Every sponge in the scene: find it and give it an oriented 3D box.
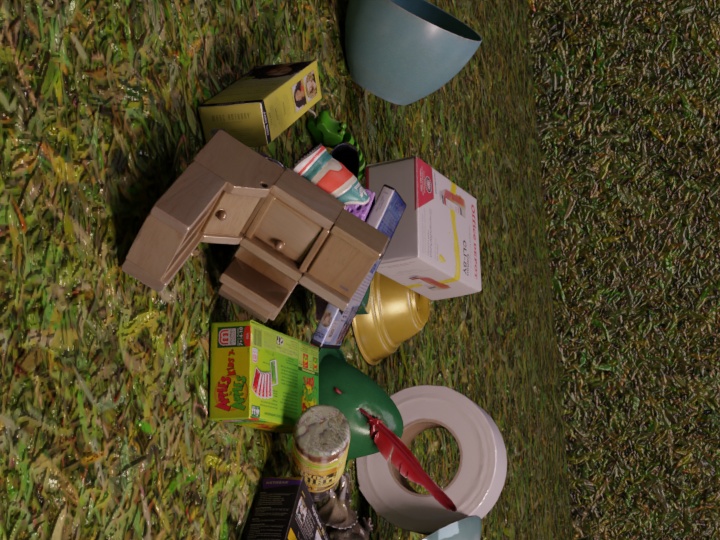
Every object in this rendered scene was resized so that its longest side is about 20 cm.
[{"bbox_3d":[-0.019,-0.013,1.443,0.112,0.030,0.200,-62,170,-18],"label":"sponge"}]

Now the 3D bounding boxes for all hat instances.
[{"bbox_3d":[0.044,0.186,1.553,0.166,0.175,0.201,-33,117,-70],"label":"hat"}]

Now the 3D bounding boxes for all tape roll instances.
[{"bbox_3d":[0.096,0.261,1.665,0.071,0.202,0.203,39,49,-66],"label":"tape roll"}]

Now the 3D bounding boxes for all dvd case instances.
[{"bbox_3d":[0.000,0.000,1.436,0.201,0.018,0.143,-65,172,-1],"label":"dvd case"}]

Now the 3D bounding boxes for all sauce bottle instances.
[{"bbox_3d":[-0.047,0.214,1.372,0.200,0.064,0.065,96,0,-62],"label":"sauce bottle"}]

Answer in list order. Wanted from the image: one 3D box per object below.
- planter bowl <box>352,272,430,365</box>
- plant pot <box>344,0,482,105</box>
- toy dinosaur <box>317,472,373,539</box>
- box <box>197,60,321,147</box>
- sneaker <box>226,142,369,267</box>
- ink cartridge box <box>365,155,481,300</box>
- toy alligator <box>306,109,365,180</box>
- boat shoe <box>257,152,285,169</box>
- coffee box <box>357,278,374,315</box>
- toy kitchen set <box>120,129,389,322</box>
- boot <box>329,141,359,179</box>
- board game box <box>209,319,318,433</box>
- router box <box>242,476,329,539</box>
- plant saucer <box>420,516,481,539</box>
[{"bbox_3d":[0.052,0.035,1.766,0.200,0.083,0.201,-5,90,-72],"label":"planter bowl"},{"bbox_3d":[0.057,-0.318,1.747,0.135,0.200,0.200,-62,171,20],"label":"plant pot"},{"bbox_3d":[-0.008,0.354,1.490,0.201,0.077,0.102,69,13,19],"label":"toy dinosaur"},{"bbox_3d":[-0.107,-0.187,1.349,0.200,0.075,0.050,-58,142,-63],"label":"box"},{"bbox_3d":[-0.064,-0.036,1.270,0.200,0.093,0.070,-53,179,34],"label":"sneaker"},{"bbox_3d":[0.089,-0.055,1.672,0.200,0.083,0.146,26,58,-57],"label":"ink cartridge box"},{"bbox_3d":[-0.033,-0.172,1.600,0.200,0.054,0.059,67,25,-45],"label":"toy alligator"},{"bbox_3d":[-0.110,-0.094,1.327,0.200,0.065,0.072,-1,86,-73],"label":"boat shoe"},{"bbox_3d":[-0.029,-0.040,1.598,0.200,0.044,0.123,61,31,-52],"label":"coffee box"},{"bbox_3d":[-0.112,0.010,1.169,0.163,0.200,0.181,-56,-177,32],"label":"toy kitchen set"},{"bbox_3d":[-0.056,-0.070,1.410,0.200,0.075,0.097,-64,177,-50],"label":"boot"},{"bbox_3d":[-0.102,0.121,1.331,0.200,0.047,0.102,31,57,-68],"label":"board game box"},{"bbox_3d":[-0.076,0.353,1.347,0.157,0.052,0.200,-74,153,-49],"label":"router box"},{"bbox_3d":[0.087,0.400,1.624,0.036,0.200,0.200,56,7,23],"label":"plant saucer"}]
